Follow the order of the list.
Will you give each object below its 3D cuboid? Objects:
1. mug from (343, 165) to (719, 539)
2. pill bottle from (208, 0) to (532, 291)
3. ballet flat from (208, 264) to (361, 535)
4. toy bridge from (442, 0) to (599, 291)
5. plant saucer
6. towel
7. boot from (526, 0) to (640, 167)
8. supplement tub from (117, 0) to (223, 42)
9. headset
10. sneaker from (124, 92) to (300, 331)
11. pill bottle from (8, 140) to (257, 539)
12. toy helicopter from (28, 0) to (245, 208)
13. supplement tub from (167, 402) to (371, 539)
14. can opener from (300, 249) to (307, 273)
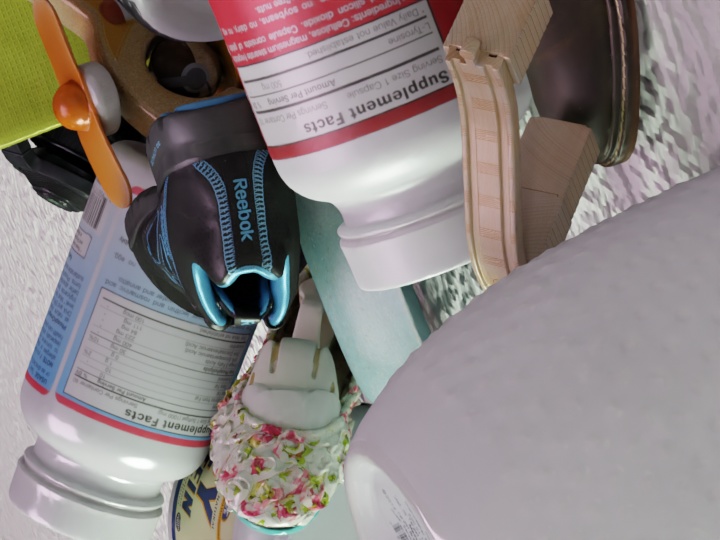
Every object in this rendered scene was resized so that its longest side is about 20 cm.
[{"bbox_3d":[0.100,0.085,0.762,0.201,0.174,0.148,67,163,-6],"label":"mug"},{"bbox_3d":[0.002,-0.100,0.913,0.201,0.112,0.112,68,162,-10],"label":"pill bottle"},{"bbox_3d":[-0.031,0.050,1.123,0.200,0.075,0.064,-75,-7,-61],"label":"ballet flat"},{"bbox_3d":[0.063,-0.022,0.818,0.027,0.068,0.200,13,155,26],"label":"toy bridge"},{"bbox_3d":[0.000,0.000,1.066,0.201,0.038,0.202,-21,-90,-88],"label":"plant saucer"},{"bbox_3d":[-0.131,-0.124,1.149,0.018,0.199,0.087,-78,-33,-76],"label":"towel"},{"bbox_3d":[0.033,-0.117,0.822,0.075,0.096,0.201,22,133,65],"label":"boot"},{"bbox_3d":[-0.099,-0.208,1.047,0.200,0.122,0.123,53,159,33],"label":"supplement tub"},{"bbox_3d":[-0.157,-0.081,1.386,0.094,0.123,0.201,16,138,50],"label":"headset"},{"bbox_3d":[-0.064,-0.005,1.014,0.200,0.073,0.082,96,162,-72],"label":"sneaker"},{"bbox_3d":[-0.116,0.041,1.224,0.109,0.108,0.201,34,105,59],"label":"pill bottle"},{"bbox_3d":[-0.123,-0.114,1.088,0.199,0.132,0.079,33,145,9],"label":"toy helicopter"},{"bbox_3d":[-0.012,0.141,1.219,0.146,0.144,0.200,68,162,-8],"label":"supplement tub"},{"bbox_3d":[-0.043,-0.021,1.281,0.067,0.053,0.201,-53,56,34],"label":"can opener"}]
